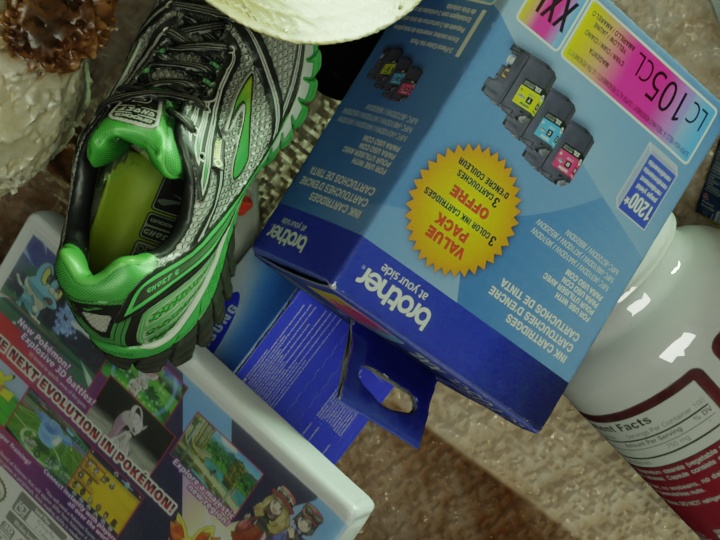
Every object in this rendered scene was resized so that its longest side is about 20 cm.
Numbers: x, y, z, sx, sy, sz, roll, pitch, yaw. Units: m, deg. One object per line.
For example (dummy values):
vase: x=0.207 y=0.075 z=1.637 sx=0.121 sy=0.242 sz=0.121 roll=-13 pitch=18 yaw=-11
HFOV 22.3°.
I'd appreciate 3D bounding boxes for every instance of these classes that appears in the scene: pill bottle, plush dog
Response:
pill bottle: x=0.168 y=0.052 z=0.893 sx=0.113 sy=0.113 sz=0.200 roll=-43 pitch=106 yaw=4
plush dog: x=-0.170 y=-0.075 z=0.777 sx=0.200 sy=0.172 sz=0.160 roll=-40 pitch=105 yaw=4

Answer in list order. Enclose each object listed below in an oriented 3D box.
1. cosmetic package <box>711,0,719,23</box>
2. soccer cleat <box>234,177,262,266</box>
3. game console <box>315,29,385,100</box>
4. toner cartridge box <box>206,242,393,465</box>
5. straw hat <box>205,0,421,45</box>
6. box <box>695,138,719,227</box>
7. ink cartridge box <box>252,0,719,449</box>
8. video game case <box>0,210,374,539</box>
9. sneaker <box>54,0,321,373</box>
cosmetic package: x=0.223 y=-0.201 z=0.869 sx=0.151 sy=0.052 sz=0.200 roll=-24 pitch=106 yaw=0
soccer cleat: x=-0.074 y=-0.003 z=0.872 sx=0.069 sy=0.078 sz=0.200 roll=-12 pitch=126 yaw=-14
game console: x=-0.008 y=-0.213 z=0.849 sx=0.200 sy=0.116 sz=0.176 roll=44 pitch=124 yaw=-15
toner cartridge box: x=0.000 y=0.000 z=0.846 sx=0.200 sy=0.043 sz=0.095 roll=-52 pitch=137 yaw=-9
straw hat: x=-0.040 y=-0.187 z=0.740 sx=0.201 sy=0.085 sz=0.201 roll=-5 pitch=98 yaw=-40
box: x=0.224 y=-0.028 z=0.835 sx=0.070 sy=0.200 sz=0.064 roll=13 pitch=101 yaw=-11
ink cartridge box: x=0.050 y=-0.025 z=0.786 sx=0.136 sy=0.076 sz=0.200 roll=34 pitch=85 yaw=-32
video game case: x=-0.115 y=0.105 z=0.799 sx=0.200 sy=0.023 sz=0.182 roll=41 pitch=111 yaw=19
sneaker: x=-0.069 y=-0.062 z=0.748 sx=0.078 sy=0.085 sz=0.200 roll=9 pitch=72 yaw=12
